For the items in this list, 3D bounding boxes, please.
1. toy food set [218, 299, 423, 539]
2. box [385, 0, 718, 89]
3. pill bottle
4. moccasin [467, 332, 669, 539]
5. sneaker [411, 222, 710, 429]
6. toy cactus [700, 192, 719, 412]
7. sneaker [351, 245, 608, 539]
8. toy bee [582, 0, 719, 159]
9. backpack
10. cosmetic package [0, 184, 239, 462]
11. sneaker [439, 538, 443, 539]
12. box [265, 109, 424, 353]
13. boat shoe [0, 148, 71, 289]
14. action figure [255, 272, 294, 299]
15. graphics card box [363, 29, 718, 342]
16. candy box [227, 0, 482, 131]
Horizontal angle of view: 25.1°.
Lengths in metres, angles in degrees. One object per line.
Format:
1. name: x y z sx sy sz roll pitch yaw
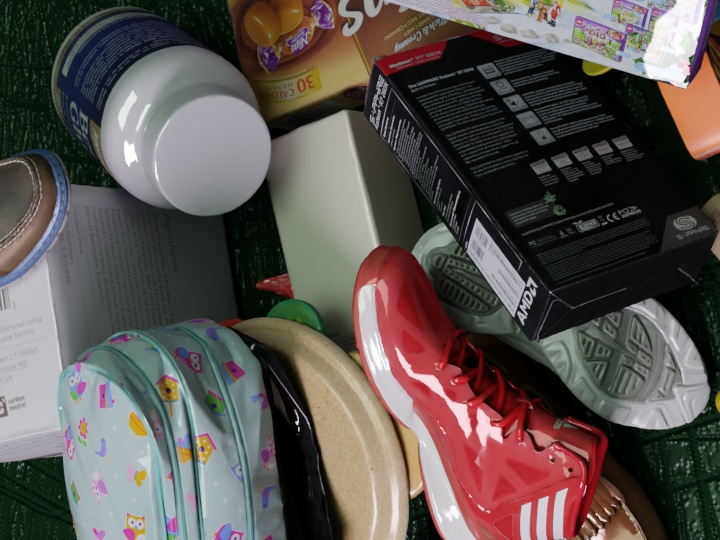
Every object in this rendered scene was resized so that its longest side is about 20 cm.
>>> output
1. toy food set: -0.041 0.119 1.044 0.197 0.049 0.201 31 121 31
2. box: 0.107 -0.195 0.895 0.199 0.039 0.138 19 122 16
3. pill bottle: -0.135 -0.107 1.109 0.200 0.110 0.112 39 113 57
4. moccasin: 0.117 0.123 0.997 0.074 0.078 0.202 -38 76 25
5. sneaker: 0.126 0.027 1.000 0.199 0.099 0.078 32 97 3
6. toy cactus: 0.251 0.015 0.915 0.165 0.102 0.201 43 121 37
7. sneaker: 0.079 0.069 0.921 0.115 0.078 0.201 -8 119 33
8. toy bee: 0.187 -0.173 0.957 0.130 0.109 0.201 -1 115 28
9. backpack: -0.108 0.132 0.989 0.166 0.126 0.202 2 100 44
10. cosmetic package: -0.205 0.041 1.144 0.164 0.200 0.166 -16 80 32
11. sneaker: 0.099 0.213 1.015 0.199 0.073 0.113 -14 83 34
12. box: 0.000 0.000 1.087 0.082 0.068 0.201 -18 79 32
13. boat shoe: -0.267 -0.015 1.024 0.199 0.072 0.073 -32 71 28
14. action figure: -0.032 0.105 1.111 0.051 0.065 0.201 -16 78 10
15. graphics card box: 0.103 -0.060 0.960 0.200 0.125 0.051 54 149 31
16. candy box: 0.007 -0.181 1.092 0.199 0.056 0.118 -18 79 33
